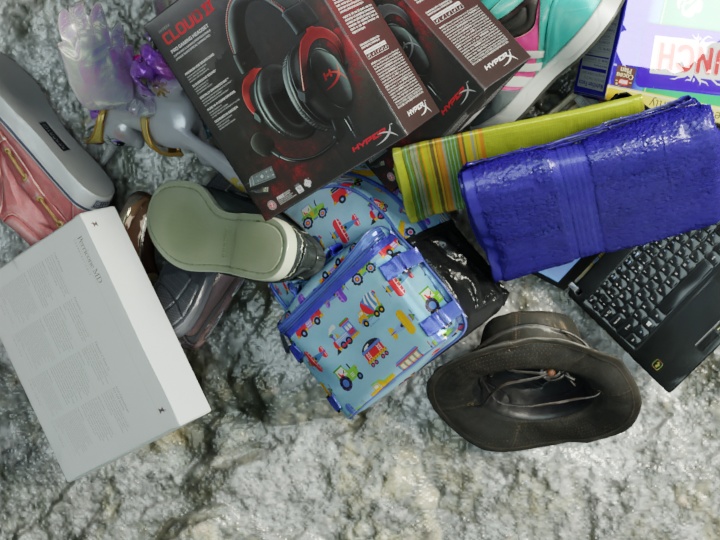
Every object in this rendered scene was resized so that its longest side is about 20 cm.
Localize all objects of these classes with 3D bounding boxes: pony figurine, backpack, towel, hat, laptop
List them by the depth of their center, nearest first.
[{"bbox_3d":[0.182,-0.064,1.036,0.199,0.148,0.050,-14,57,8],"label":"towel"},{"bbox_3d":[0.127,-0.087,1.043,0.199,0.086,0.018,-12,54,7],"label":"towel"},{"bbox_3d":[0.240,-0.019,1.103,0.200,0.103,0.177,46,110,11],"label":"laptop"},{"bbox_3d":[0.000,0.000,1.144,0.182,0.134,0.200,-37,86,34],"label":"backpack"},{"bbox_3d":[-0.169,-0.161,1.148,0.199,0.167,0.194,15,126,21],"label":"pony figurine"},{"bbox_3d":[0.151,0.085,1.163,0.200,0.201,0.081,-4,56,7],"label":"hat"}]

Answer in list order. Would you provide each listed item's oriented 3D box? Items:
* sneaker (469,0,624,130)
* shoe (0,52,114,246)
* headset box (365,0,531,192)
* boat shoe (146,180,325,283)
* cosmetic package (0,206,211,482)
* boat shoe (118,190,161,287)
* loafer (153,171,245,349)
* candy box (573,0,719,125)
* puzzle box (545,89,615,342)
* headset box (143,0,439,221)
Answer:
[{"bbox_3d":[0.116,-0.199,1.100,0.121,0.084,0.200,37,140,-7],"label":"sneaker"},{"bbox_3d":[-0.318,-0.110,1.209,0.091,0.071,0.200,-43,83,23],"label":"shoe"},{"bbox_3d":[0.015,-0.189,1.064,0.200,0.077,0.149,49,137,3],"label":"headset box"},{"bbox_3d":[-0.105,-0.031,1.120,0.199,0.066,0.075,11,91,45],"label":"boat shoe"},{"bbox_3d":[-0.237,0.066,1.162,0.150,0.052,0.201,-28,86,34],"label":"cosmetic package"},{"bbox_3d":[-0.205,0.025,1.220,0.071,0.076,0.201,13,108,0],"label":"boat shoe"},{"bbox_3d":[-0.125,-0.020,1.199,0.072,0.063,0.201,23,77,32],"label":"loafer"},{"bbox_3d":[0.287,-0.226,1.102,0.168,0.077,0.201,9,101,-13],"label":"candy box"},{"bbox_3d":[0.214,-0.053,1.180,0.133,0.025,0.200,-41,92,11],"label":"puzzle box"},{"bbox_3d":[-0.058,-0.163,1.007,0.148,0.075,0.200,-28,97,30],"label":"headset box"}]
